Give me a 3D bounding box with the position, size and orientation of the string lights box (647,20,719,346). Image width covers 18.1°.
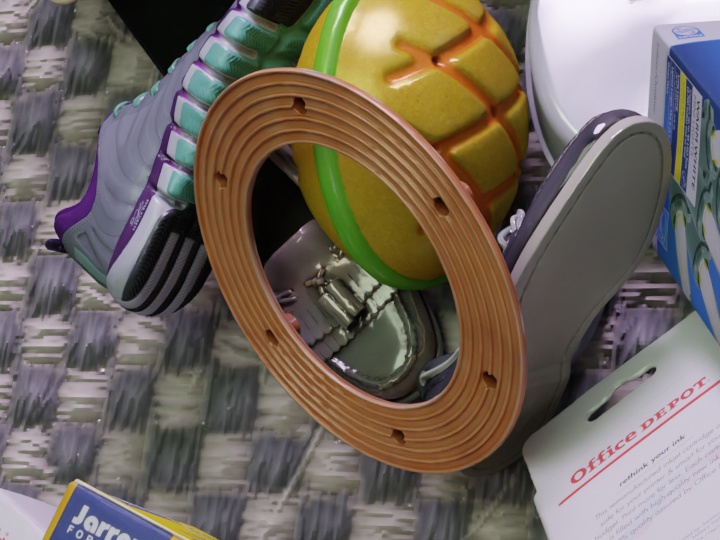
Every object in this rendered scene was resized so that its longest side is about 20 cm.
[{"bbox_3d":[0.173,-0.022,0.926,0.059,0.103,0.200,-5,26,-8],"label":"string lights box"}]

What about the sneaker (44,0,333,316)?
[{"bbox_3d":[-0.086,-0.082,1.090,0.087,0.074,0.201,29,89,34],"label":"sneaker"}]

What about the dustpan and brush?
[{"bbox_3d":[0.124,-0.055,1.059,0.139,0.057,0.201,17,75,19],"label":"dustpan and brush"}]

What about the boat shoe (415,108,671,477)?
[{"bbox_3d":[0.073,0.002,1.010,0.063,0.072,0.201,52,134,36],"label":"boat shoe"}]

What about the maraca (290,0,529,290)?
[{"bbox_3d":[0.024,-0.091,1.063,0.106,0.137,0.201,-3,83,36],"label":"maraca"}]

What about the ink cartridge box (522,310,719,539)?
[{"bbox_3d":[0.144,0.110,0.945,0.115,0.068,0.200,-38,24,12],"label":"ink cartridge box"}]

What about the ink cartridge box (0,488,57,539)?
[{"bbox_3d":[-0.134,0.221,1.076,0.200,0.084,0.145,36,90,32],"label":"ink cartridge box"}]

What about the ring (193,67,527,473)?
[{"bbox_3d":[0.000,0.000,1.003,0.200,0.201,0.019,29,46,33],"label":"ring"}]

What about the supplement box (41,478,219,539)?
[{"bbox_3d":[-0.101,0.208,0.952,0.109,0.109,0.201,23,84,29],"label":"supplement box"}]

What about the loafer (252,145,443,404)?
[{"bbox_3d":[-0.035,-0.014,1.116,0.072,0.063,0.200,-42,59,9],"label":"loafer"}]

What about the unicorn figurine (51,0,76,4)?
[{"bbox_3d":[-0.117,-0.188,1.128,0.200,0.074,0.138,-19,98,59],"label":"unicorn figurine"}]

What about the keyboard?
[{"bbox_3d":[-0.107,-0.188,1.187,0.200,0.040,0.104,54,132,16],"label":"keyboard"}]
